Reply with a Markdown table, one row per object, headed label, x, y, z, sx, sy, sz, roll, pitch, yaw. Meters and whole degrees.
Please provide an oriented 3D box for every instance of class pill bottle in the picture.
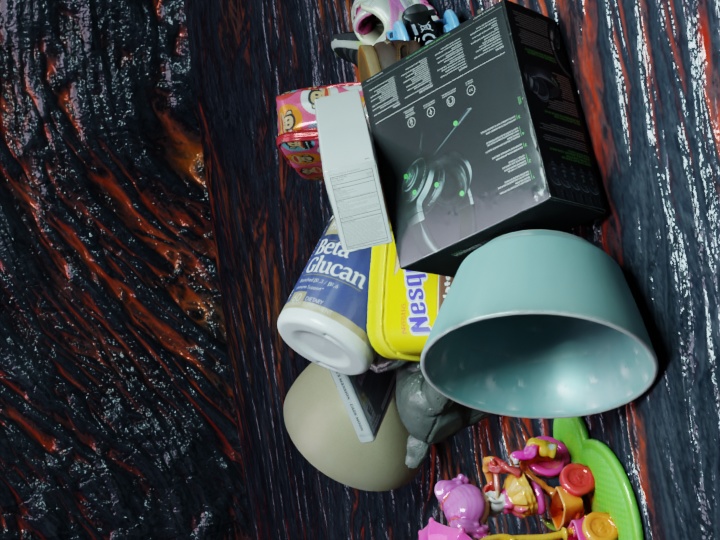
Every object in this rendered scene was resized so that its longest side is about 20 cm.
| label | x | y | z | sx | sy | sz | roll | pitch | yaw |
| --- | --- | --- | --- | --- | --- | --- | --- | --- | --- |
| pill bottle | 0.000 | 0.000 | 1.510 | 0.201 | 0.110 | 0.111 | -63 | 0 | -24 |

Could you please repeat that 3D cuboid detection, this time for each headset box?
| label | x | y | z | sx | sy | sz | roll | pitch | yaw |
| --- | --- | --- | --- | --- | --- | --- | --- | --- | --- |
| headset box | 0.108 | -0.105 | 1.255 | 0.173 | 0.092 | 0.202 | -26 | 67 | 37 |

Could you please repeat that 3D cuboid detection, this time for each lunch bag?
| label | x | y | z | sx | sy | sz | roll | pitch | yaw |
| --- | --- | --- | --- | --- | --- | --- | --- | --- | --- |
| lunch bag | -0.004 | -0.166 | 1.681 | 0.200 | 0.174 | 0.083 | 49 | -143 | -78 |

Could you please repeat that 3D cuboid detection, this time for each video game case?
| label | x | y | z | sx | sy | sz | roll | pitch | yaw |
| --- | --- | --- | --- | --- | --- | --- | --- | --- | --- |
| video game case | 0.004 | 0.070 | 1.661 | 0.183 | 0.023 | 0.200 | 68 | -153 | -25 |

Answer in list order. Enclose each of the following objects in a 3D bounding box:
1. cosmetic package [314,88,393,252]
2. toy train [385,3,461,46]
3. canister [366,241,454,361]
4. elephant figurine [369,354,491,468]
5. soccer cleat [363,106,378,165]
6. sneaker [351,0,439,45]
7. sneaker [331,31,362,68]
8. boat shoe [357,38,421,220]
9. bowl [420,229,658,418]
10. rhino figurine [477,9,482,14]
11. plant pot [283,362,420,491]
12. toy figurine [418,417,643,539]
| label | x | y | z | sx | sy | sz | roll | pitch | yaw |
| --- | --- | --- | --- | --- | --- | --- | --- | --- | --- |
| cosmetic package | -0.009 | -0.098 | 1.322 | 0.200 | 0.050 | 0.083 | -100 | -2 | -65 |
| toy train | 0.082 | -0.184 | 1.494 | 0.115 | 0.086 | 0.202 | 94 | 160 | -61 |
| canister | 0.099 | 0.012 | 1.388 | 0.199 | 0.086 | 0.150 | -7 | 76 | 54 |
| elephant figurine | 0.071 | 0.079 | 1.565 | 0.201 | 0.154 | 0.142 | 55 | 163 | 32 |
| soccer cleat | 0.010 | -0.122 | 1.473 | 0.201 | 0.068 | 0.086 | -71 | -26 | -52 |
| sneaker | 0.029 | -0.309 | 1.616 | 0.082 | 0.087 | 0.201 | 102 | 155 | -54 |
| sneaker | 0.014 | -0.256 | 1.744 | 0.200 | 0.071 | 0.084 | -152 | 53 | -73 |
| boat shoe | 0.048 | -0.134 | 1.388 | 0.070 | 0.070 | 0.202 | 131 | 131 | -73 |
| bowl | 0.152 | 0.038 | 1.199 | 0.201 | 0.198 | 0.106 | 108 | 170 | -61 |
| rhino figurine | 0.129 | -0.159 | 1.375 | 0.087 | 0.059 | 0.202 | 124 | 138 | -76 |
| plant pot | 0.017 | 0.160 | 1.797 | 0.135 | 0.198 | 0.201 | -61 | 36 | 36 |
| toy figurine | 0.140 | 0.227 | 1.316 | 0.151 | 0.182 | 0.201 | 98 | 159 | -49 |
